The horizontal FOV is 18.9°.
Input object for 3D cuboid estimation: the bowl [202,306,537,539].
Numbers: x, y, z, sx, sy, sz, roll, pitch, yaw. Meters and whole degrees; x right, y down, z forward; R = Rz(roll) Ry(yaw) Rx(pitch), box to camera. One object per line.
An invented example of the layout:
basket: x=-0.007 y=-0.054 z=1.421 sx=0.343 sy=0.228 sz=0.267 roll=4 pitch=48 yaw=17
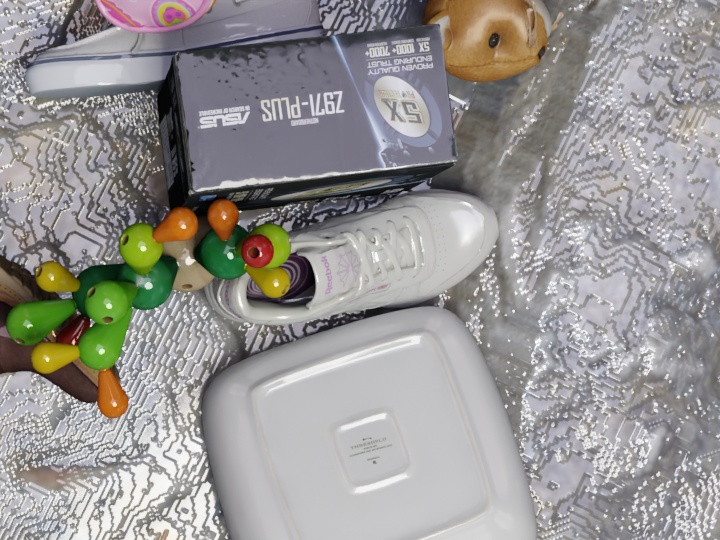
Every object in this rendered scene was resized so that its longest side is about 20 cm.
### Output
bowl: x=0.007 y=0.124 z=1.390 sx=0.198 sy=0.075 sz=0.201 roll=-16 pitch=72 yaw=-8

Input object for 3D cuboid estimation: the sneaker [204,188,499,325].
sneaker: x=0.000 y=0.000 z=1.408 sx=0.198 sy=0.100 sz=0.075 roll=-16 pitch=98 yaw=-8

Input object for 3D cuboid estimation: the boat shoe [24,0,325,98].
boat shoe: x=-0.124 y=-0.166 z=1.409 sx=0.200 sy=0.075 sz=0.087 roll=-11 pitch=90 yaw=-11

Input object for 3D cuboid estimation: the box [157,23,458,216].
box: x=-0.039 y=-0.089 z=1.355 sx=0.162 sy=0.200 sz=0.087 roll=-7 pitch=88 yaw=-9

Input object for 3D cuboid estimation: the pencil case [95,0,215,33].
pencil case: x=-0.107 y=-0.229 z=1.357 sx=0.087 sy=0.201 sz=0.088 roll=8 pitch=127 yaw=10

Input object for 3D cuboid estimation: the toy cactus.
toy cactus: x=-0.115 y=0.007 z=1.323 sx=0.199 sy=0.165 sz=0.103 roll=-29 pitch=95 yaw=25

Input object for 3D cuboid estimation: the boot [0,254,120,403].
boot: x=-0.274 y=0.064 z=1.394 sx=0.200 sy=0.072 sz=0.167 roll=39 pitch=95 yaw=-7

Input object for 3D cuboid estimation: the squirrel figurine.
squirrel figurine: x=0.064 y=-0.226 z=1.428 sx=0.199 sy=0.142 sz=0.188 roll=17 pitch=96 yaw=6
